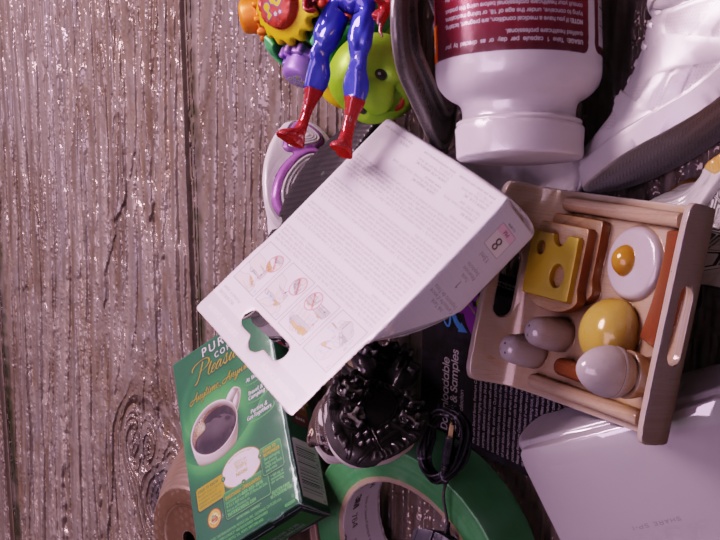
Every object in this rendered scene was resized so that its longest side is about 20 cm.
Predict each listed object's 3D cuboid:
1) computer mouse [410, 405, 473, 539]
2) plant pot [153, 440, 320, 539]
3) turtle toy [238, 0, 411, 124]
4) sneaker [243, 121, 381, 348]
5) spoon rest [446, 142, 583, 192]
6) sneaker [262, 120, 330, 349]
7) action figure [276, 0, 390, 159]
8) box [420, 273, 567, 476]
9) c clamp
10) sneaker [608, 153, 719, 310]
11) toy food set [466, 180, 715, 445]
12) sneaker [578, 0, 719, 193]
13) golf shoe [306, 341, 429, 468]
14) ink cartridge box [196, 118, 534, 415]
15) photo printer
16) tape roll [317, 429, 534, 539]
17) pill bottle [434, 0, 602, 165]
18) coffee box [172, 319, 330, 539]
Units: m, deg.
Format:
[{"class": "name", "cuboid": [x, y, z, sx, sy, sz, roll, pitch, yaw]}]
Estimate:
[{"class": "computer mouse", "cuboid": [0.058, 0.190, 0.996, 0.058, 0.034, 0.201, 20, 122, 39]}, {"class": "plant pot", "cuboid": [-0.123, 0.234, 1.230, 0.200, 0.092, 0.202, 12, 108, 39]}, {"class": "turtle toy", "cuboid": [-0.019, -0.192, 1.029, 0.200, 0.101, 0.146, 49, 128, 23]}, {"class": "sneaker", "cuboid": [-0.018, -0.028, 1.048, 0.201, 0.088, 0.074, -62, 24, -13]}, {"class": "spoon rest", "cuboid": [0.086, -0.057, 0.995, 0.200, 0.060, 0.100, -32, 78, 43]}, {"class": "sneaker", "cuboid": [-0.054, -0.023, 1.119, 0.100, 0.075, 0.201, 161, 105, -66]}, {"class": "action figure", "cuboid": [-0.006, -0.184, 0.946, 0.065, 0.052, 0.201, 12, 82, 19]}, {"class": "box", "cuboid": [0.129, 0.083, 0.994, 0.199, 0.036, 0.144, 20, 121, 36]}, {"class": "c clamp", "cuboid": [0.049, -0.186, 0.938, 0.027, 0.200, 0.172, -2, 61, 15]}, {"class": "sneaker", "cuboid": [0.248, -0.035, 0.853, 0.088, 0.075, 0.200, 58, 140, 8]}, {"class": "toy food set", "cuboid": [0.139, 0.019, 0.862, 0.200, 0.060, 0.144, 16, 96, 61]}, {"class": "sneaker", "cuboid": [0.203, -0.143, 0.871, 0.200, 0.073, 0.116, -40, 61, 41]}, {"class": "golf shoe", "cuboid": [0.001, 0.118, 0.997, 0.077, 0.200, 0.095, 27, 106, 0]}, {"class": "ink cartridge box", "cuboid": [0.000, 0.000, 0.929, 0.200, 0.057, 0.162, -48, 40, -1]}, {"class": "photo printer", "cuboid": [0.217, 0.174, 0.893, 0.166, 0.069, 0.201, -20, 101, 34]}, {"class": "tape roll", "cuboid": [0.051, 0.224, 1.079, 0.200, 0.048, 0.201, 22, 124, 37]}, {"class": "pill bottle", "cuboid": [0.104, -0.174, 0.893, 0.113, 0.113, 0.201, -2, 87, 42]}, {"class": "coffee box", "cuboid": [-0.096, 0.141, 1.146, 0.123, 0.044, 0.201, -35, 50, 26]}]
